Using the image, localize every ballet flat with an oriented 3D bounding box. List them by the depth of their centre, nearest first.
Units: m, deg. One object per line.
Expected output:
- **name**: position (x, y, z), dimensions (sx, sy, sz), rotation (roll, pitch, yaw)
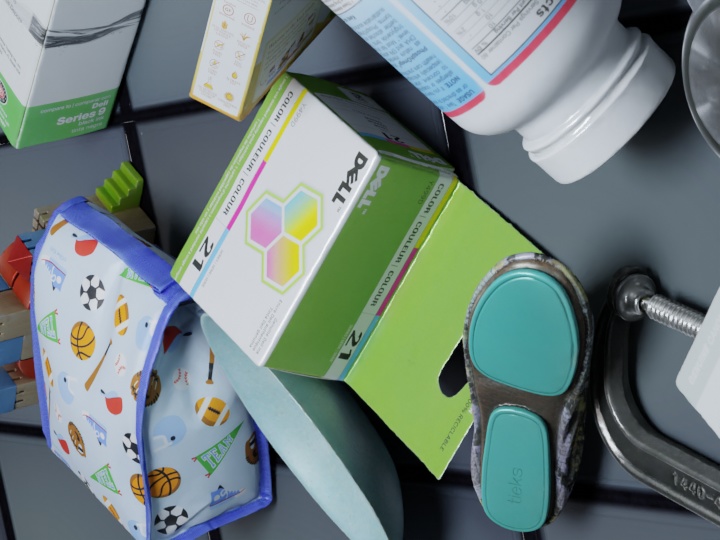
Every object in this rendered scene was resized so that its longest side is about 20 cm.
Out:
- **ballet flat**: position (0.092, 0.052, 1.122), dimensions (0.072, 0.072, 0.200), rotation (46, 149, 38)

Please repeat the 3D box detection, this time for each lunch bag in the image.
- **lunch bag**: position (-0.147, 0.063, 1.458), dimensions (0.170, 0.124, 0.200), rotation (33, 138, 45)

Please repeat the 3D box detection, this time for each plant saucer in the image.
- **plant saucer**: position (-0.026, 0.098, 1.316), dimensions (0.201, 0.039, 0.201), rotation (49, 167, 16)

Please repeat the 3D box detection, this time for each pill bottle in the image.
- **pill bottle**: position (0.053, -0.137, 1.011), dimensions (0.200, 0.109, 0.109), rotation (42, 150, -12)

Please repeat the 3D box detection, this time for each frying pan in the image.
- **frying pan**: position (0.176, -0.125, 0.971), dimensions (0.115, 0.031, 0.190), rotation (-17, 91, 58)

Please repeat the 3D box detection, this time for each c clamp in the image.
- **c clamp**: position (0.180, 0.053, 1.042), dimensions (0.200, 0.027, 0.171), rotation (20, 124, 51)

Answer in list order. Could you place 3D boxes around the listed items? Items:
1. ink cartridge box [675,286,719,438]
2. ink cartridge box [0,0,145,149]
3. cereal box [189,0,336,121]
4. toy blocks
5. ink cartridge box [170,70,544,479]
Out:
- **ink cartridge box**: position (0.238, 0.062, 0.928), dimensions (0.200, 0.047, 0.160), rotation (51, 142, 32)
- **ink cartridge box**: position (-0.223, -0.210, 1.497), dimensions (0.146, 0.084, 0.200), rotation (57, 144, 26)
- **cereal box**: position (-0.029, -0.197, 1.152), dimensions (0.039, 0.144, 0.200), rotation (27, 132, 10)
- **toy blocks**: position (-0.231, 0.026, 1.558), dimensions (0.100, 0.137, 0.200), rotation (48, 139, 36)
- **ink cartridge box**: position (0.000, 0.000, 1.198), dimensions (0.200, 0.076, 0.148), rotation (43, 110, 41)
